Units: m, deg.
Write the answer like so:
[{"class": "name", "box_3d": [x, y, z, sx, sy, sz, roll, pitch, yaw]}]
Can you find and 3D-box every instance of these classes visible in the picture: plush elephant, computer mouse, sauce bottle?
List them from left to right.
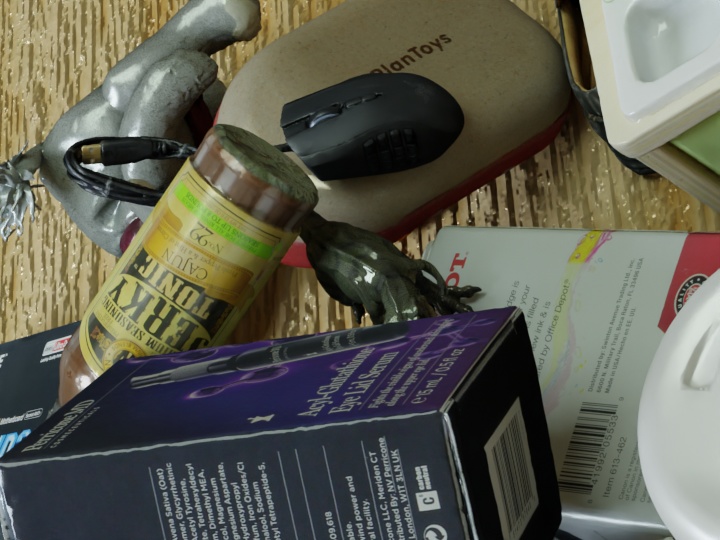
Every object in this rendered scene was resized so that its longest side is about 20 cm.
[{"class": "sauce bottle", "box_3d": [-0.096, 0.029, 1.137, 0.200, 0.065, 0.065, -57, 42, 12]}, {"class": "plush elephant", "box_3d": [-0.100, -0.036, 1.365, 0.200, 0.155, 0.165, -37, -9, -28]}, {"class": "computer mouse", "box_3d": [-0.045, -0.068, 1.182, 0.199, 0.034, 0.059, -10, 53, -15]}]

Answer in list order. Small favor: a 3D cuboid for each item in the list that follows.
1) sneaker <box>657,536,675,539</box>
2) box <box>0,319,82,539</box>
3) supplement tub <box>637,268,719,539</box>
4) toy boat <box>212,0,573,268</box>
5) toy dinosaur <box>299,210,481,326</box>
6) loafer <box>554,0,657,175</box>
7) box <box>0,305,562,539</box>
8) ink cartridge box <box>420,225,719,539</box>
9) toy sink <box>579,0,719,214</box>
[{"class": "sneaker", "box_3d": [0.096, 0.160, 1.028, 0.200, 0.079, 0.079, 115, 154, -71]}, {"class": "box", "box_3d": [-0.194, 0.116, 1.375, 0.200, 0.046, 0.160, -14, 55, 58]}, {"class": "supplement tub", "box_3d": [0.215, 0.084, 0.960, 0.144, 0.200, 0.145, -21, 53, 30]}, {"class": "toy boat", "box_3d": [0.012, -0.064, 1.295, 0.200, 0.131, 0.130, -31, 59, -29]}, {"class": "toy dinosaur", "box_3d": [0.000, 0.000, 1.164, 0.200, 0.088, 0.048, 34, 92, 48]}, {"class": "loafer", "box_3d": [0.134, -0.148, 1.269, 0.073, 0.072, 0.201, -31, 47, 25]}, {"class": "box", "box_3d": [-0.030, 0.095, 1.022, 0.199, 0.148, 0.105, -8, 103, 17]}, {"class": "ink cartridge box", "box_3d": [0.111, 0.060, 1.152, 0.199, 0.083, 0.146, 3, 67, 44]}, {"class": "toy sink", "box_3d": [0.180, -0.108, 1.102, 0.130, 0.200, 0.112, -31, 47, 30]}]
